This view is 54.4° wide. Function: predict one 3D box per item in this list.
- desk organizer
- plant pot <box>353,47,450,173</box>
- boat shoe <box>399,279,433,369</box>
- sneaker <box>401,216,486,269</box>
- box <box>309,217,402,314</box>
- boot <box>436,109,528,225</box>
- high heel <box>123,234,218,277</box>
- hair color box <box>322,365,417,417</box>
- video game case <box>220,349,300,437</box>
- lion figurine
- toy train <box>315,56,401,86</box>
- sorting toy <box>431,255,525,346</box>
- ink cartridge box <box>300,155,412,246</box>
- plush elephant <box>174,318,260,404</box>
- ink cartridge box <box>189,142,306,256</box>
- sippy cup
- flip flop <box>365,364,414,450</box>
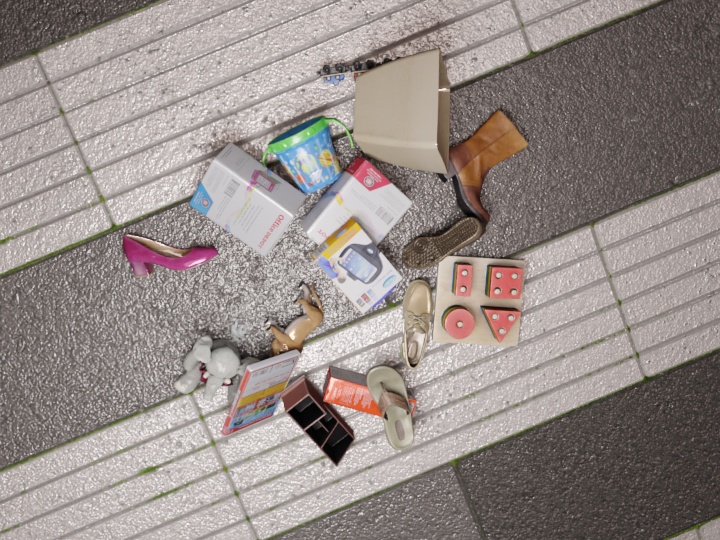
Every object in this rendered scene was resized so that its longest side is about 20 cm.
[{"bbox_3d":[-0.089,0.337,1.558,0.072,0.077,0.200,-37,115,2],"label":"desk organizer"},{"bbox_3d":[0.086,-0.318,1.444,0.176,0.200,0.201,0,83,13],"label":"plant pot"},{"bbox_3d":[0.127,0.122,1.577,0.072,0.065,0.201,7,97,-5],"label":"boat shoe"},{"bbox_3d":[0.189,-0.054,1.552,0.199,0.075,0.071,-25,76,26],"label":"sneaker"},{"bbox_3d":[0.000,0.000,1.491,0.119,0.041,0.200,-42,117,0],"label":"box"},{"bbox_3d":[0.287,-0.224,1.556,0.200,0.068,0.189,-37,91,-6],"label":"boot"},{"bbox_3d":[-0.412,-0.049,1.518,0.199,0.067,0.096,-9,109,11],"label":"high heel"},{"bbox_3d":[0.019,0.278,1.572,0.199,0.102,0.062,16,95,-5],"label":"hair color box"},{"bbox_3d":[-0.215,0.264,1.511,0.017,0.143,0.201,41,123,27],"label":"video game case"},{"bbox_3d":[-0.137,0.127,1.557,0.200,0.072,0.123,-44,116,-3],"label":"lion figurine"},{"bbox_3d":[0.004,-0.428,1.514,0.199,0.034,0.046,-7,110,-4],"label":"toy train"},{"bbox_3d":[0.272,0.073,1.578,0.199,0.070,0.200,3,97,-5],"label":"sorting toy"},{"bbox_3d":[-0.011,-0.123,1.511,0.147,0.086,0.200,40,94,-24],"label":"ink cartridge box"},{"bbox_3d":[-0.303,0.214,1.513,0.164,0.155,0.201,24,96,-7],"label":"plush elephant"},{"bbox_3d":[-0.236,-0.146,1.478,0.200,0.085,0.145,36,130,-7],"label":"ink cartridge box"},{"bbox_3d":[-0.108,-0.240,1.488,0.177,0.140,0.131,-11,115,40],"label":"sippy cup"},{"bbox_3d":[0.069,0.295,1.498,0.081,0.058,0.201,-15,98,-3],"label":"flip flop"}]
